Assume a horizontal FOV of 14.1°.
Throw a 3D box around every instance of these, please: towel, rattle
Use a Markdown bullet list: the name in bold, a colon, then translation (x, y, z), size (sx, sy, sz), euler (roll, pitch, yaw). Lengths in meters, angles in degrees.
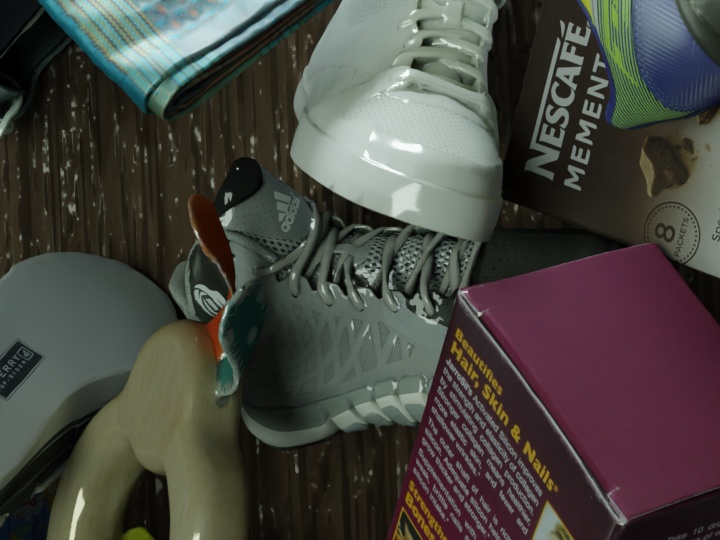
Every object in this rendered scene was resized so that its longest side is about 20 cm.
- **towel**: translation (-0.079, -0.162, 1.061), size (0.146, 0.022, 0.200), euler (-38, 72, -15)
- **rattle**: translation (-0.036, 0.082, 1.119), size (0.130, 0.142, 0.201), euler (-131, 60, -71)

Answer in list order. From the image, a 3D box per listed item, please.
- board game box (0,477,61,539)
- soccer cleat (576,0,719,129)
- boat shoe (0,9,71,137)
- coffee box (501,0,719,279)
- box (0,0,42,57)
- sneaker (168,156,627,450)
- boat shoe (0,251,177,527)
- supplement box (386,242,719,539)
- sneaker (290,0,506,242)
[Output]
- **board game box**: translation (-0.245, 0.109, 1.238), size (0.195, 0.200, 0.056), euler (-2, 89, 33)
- **soccer cleat**: translation (0.074, -0.142, 0.992), size (0.084, 0.065, 0.201), euler (-34, 72, 39)
- **boat shoe**: translation (-0.171, -0.088, 1.252), size (0.200, 0.073, 0.062), euler (-48, 64, 21)
- **coffee box**: translation (0.135, -0.105, 1.038), size (0.113, 0.080, 0.201), euler (22, 105, 32)
- **box**: translation (-0.193, -0.197, 1.177), size (0.199, 0.118, 0.197), euler (26, 68, 29)
- **sneaker**: translation (0.000, 0.000, 1.103), size (0.199, 0.075, 0.116), euler (-20, 118, 40)
- **boat shoe**: translation (-0.139, 0.057, 1.170), size (0.072, 0.200, 0.068), euler (33, 121, 3)
- **supplement box**: translation (0.074, 0.103, 1.033), size (0.111, 0.085, 0.201), euler (55, 146, 35)
- **sneaker**: translation (0.024, -0.088, 1.067), size (0.200, 0.073, 0.116), euler (-118, 48, -69)
